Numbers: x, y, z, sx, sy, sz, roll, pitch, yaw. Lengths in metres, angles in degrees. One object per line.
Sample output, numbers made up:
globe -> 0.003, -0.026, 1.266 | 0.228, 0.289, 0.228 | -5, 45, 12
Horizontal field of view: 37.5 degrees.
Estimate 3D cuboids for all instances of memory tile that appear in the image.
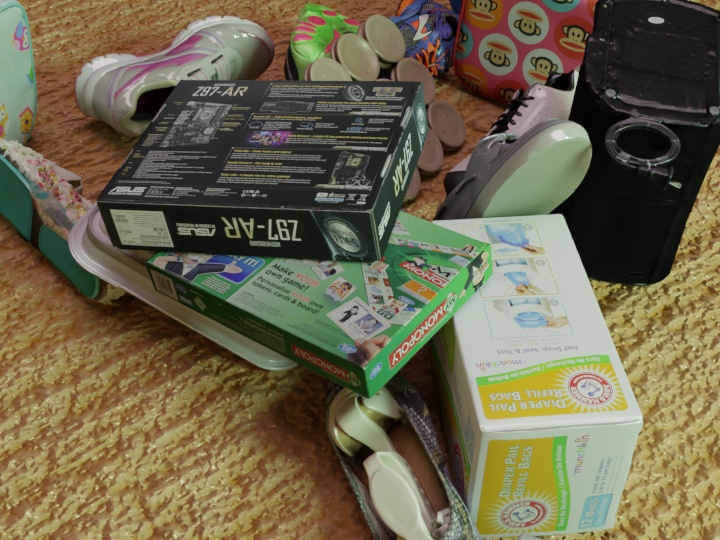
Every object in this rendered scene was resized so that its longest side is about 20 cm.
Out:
memory tile -> 0.013, -0.137, 0.957 | 0.154, 0.017, 0.200 | 52, 46, -10

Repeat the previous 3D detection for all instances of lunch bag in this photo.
lunch bag -> 0.193, -0.240, 1.031 | 0.199, 0.177, 0.082 | 24, 48, 16
lunch bag -> -0.352, -0.143, 0.888 | 0.076, 0.161, 0.201 | 14, 43, 11

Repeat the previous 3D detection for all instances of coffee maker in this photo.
coffee maker -> 0.205, -0.083, 0.833 | 0.134, 0.201, 0.192 | 29, 56, 20

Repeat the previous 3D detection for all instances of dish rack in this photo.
dish rack -> -0.104, -0.029, 0.822 | 0.199, 0.044, 0.172 | 30, 42, -2

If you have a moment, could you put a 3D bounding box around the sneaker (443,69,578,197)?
sneaker -> 0.140, -0.121, 0.955 | 0.073, 0.081, 0.199 | 4, 28, 45

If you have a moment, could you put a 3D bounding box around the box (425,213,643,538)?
box -> 0.107, 0.067, 0.723 | 0.100, 0.113, 0.201 | -3, 40, -5

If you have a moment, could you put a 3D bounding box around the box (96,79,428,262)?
box -> -0.064, -0.077, 0.755 | 0.198, 0.044, 0.161 | 3, 41, 16

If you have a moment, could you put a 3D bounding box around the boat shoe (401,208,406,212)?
boat shoe -> 0.000, 0.000, 0.807 | 0.056, 0.067, 0.200 | 8, 27, 6

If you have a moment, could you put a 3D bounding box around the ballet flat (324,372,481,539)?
ballet flat -> 0.017, 0.119, 0.681 | 0.071, 0.072, 0.201 | -12, 45, -18

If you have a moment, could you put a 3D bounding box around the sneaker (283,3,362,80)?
sneaker -> -0.042, -0.212, 1.060 | 0.076, 0.084, 0.200 | 25, 25, 2

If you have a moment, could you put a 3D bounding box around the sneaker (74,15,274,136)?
sneaker -> -0.164, -0.175, 1.010 | 0.199, 0.082, 0.088 | -27, 50, -20

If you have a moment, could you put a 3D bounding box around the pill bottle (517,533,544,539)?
pill bottle -> 0.168, 0.213, 0.564 | 0.198, 0.112, 0.112 | 16, 42, 15

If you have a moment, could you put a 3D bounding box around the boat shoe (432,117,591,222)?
boat shoe -> 0.103, -0.065, 0.804 | 0.069, 0.201, 0.072 | -6, 65, -24

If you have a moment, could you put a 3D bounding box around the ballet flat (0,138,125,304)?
ballet flat -> -0.241, -0.045, 0.862 | 0.064, 0.076, 0.200 | -24, 57, -42

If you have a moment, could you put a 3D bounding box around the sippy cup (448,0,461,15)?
sippy cup -> 0.165, -0.324, 1.160 | 0.129, 0.178, 0.141 | -6, 63, -8

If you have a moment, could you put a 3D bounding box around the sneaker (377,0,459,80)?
sneaker -> 0.061, -0.228, 1.091 | 0.078, 0.076, 0.201 | 17, 44, 9

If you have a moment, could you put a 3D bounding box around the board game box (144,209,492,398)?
board game box -> -0.030, -0.002, 0.715 | 0.199, 0.029, 0.134 | 23, 49, 35
